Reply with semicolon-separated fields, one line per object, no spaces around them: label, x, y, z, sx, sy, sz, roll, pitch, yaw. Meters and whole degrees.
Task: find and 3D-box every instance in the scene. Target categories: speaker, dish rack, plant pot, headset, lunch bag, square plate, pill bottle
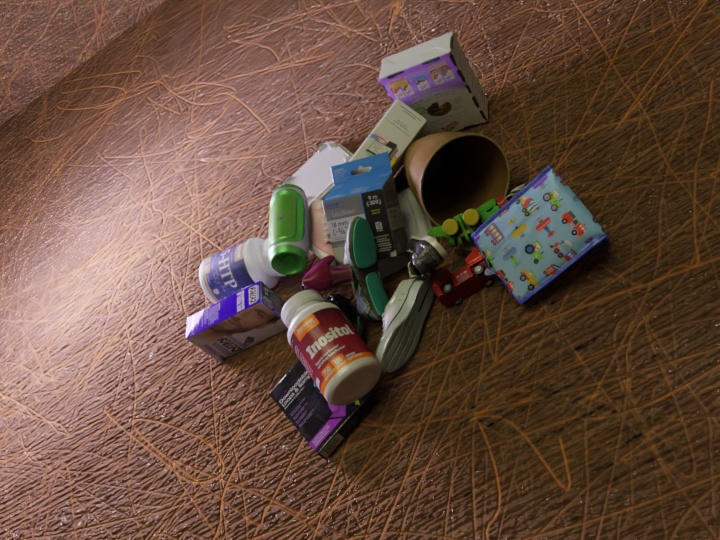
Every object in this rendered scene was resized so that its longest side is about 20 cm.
speaker;-0.152;-0.089;1.517;0.088;0.088;0.201;-23;46;21
dish rack;-0.101;-0.223;1.715;0.200;0.044;0.172;-43;42;-1
plant pot;0.163;-0.196;1.412;0.186;0.186;0.200;-43;30;0
headset;-0.070;0.099;1.415;0.123;0.094;0.200;-24;51;-14
lunch bag;0.292;-0.050;1.212;0.200;0.094;0.151;-39;74;14
square plate;0.052;-0.075;1.493;0.199;0.028;0.199;-29;44;17
pill bottle;-0.248;-0.005;1.597;0.199;0.120;0.120;-22;47;22
pill bottle;-0.059;0.132;1.271;0.113;0.113;0.200;-41;57;2

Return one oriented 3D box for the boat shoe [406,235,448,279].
boat shoe;0.105;-0.019;1.314;0.063;0.073;0.200;-44;2;-7

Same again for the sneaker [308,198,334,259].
sneaker;-0.073;-0.092;1.553;0.105;0.075;0.200;-55;37;12

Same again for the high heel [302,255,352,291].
high heel;-0.087;0.007;1.395;0.200;0.095;0.068;170;92;-73

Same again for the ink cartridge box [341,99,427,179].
ink cartridge box;0.046;-0.244;1.537;0.084;0.145;0.200;36;80;3

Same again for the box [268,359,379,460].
box;-0.074;0.236;1.337;0.143;0.036;0.200;-48;41;-5

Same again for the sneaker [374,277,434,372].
sneaker;0.072;0.100;1.319;0.071;0.073;0.201;-3;46;46

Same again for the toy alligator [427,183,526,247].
toy alligator;0.216;-0.088;1.291;0.199;0.059;0.055;-25;86;20

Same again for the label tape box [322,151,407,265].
label tape box;0.002;-0.119;1.411;0.143;0.063;0.202;-9;96;32

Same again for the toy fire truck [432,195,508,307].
toy fire truck;0.212;-0.034;1.323;0.199;0.049;0.142;-33;43;13

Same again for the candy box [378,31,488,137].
candy box;0.160;-0.384;1.527;0.167;0.200;0.072;-13;50;28

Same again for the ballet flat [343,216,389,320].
ballet flat;0.000;0.000;1.366;0.074;0.074;0.202;-12;91;29

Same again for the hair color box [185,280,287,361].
hair color box;-0.259;0.111;1.522;0.199;0.109;0.065;-27;45;18
